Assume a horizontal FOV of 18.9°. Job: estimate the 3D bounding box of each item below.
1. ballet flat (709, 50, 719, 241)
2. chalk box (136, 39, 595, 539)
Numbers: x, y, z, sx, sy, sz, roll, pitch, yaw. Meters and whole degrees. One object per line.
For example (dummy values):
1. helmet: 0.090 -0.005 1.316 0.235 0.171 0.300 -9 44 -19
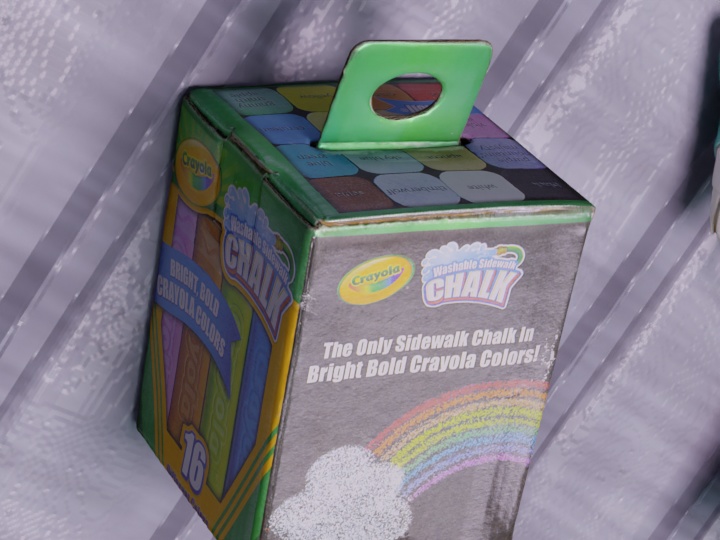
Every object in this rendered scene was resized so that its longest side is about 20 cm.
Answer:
1. ballet flat: 0.196 -0.019 0.976 0.070 0.067 0.201 -48 134 -17
2. chalk box: 0.000 0.000 0.837 0.123 0.124 0.202 -3 118 -29
